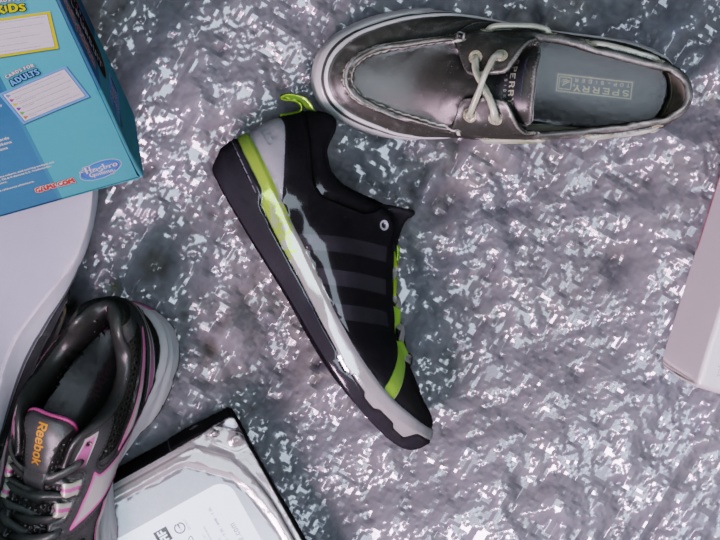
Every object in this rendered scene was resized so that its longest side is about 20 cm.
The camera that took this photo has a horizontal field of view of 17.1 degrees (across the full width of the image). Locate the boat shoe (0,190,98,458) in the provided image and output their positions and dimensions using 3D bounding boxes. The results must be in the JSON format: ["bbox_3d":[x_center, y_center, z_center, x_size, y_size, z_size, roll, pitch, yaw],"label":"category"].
[{"bbox_3d":[-0.189,0.023,1.248,0.069,0.057,0.200,24,94,10],"label":"boat shoe"}]

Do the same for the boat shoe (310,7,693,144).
[{"bbox_3d":[0.075,-0.102,1.260,0.200,0.064,0.071,0,97,-7],"label":"boat shoe"}]

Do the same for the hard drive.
[{"bbox_3d":[-0.123,0.182,1.286,0.200,0.038,0.140,-28,99,-2],"label":"hard drive"}]

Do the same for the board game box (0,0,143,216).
[{"bbox_3d":[-0.205,-0.103,1.133,0.151,0.047,0.200,-15,140,4],"label":"board game box"}]

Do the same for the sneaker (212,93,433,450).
[{"bbox_3d":[0.000,0.000,1.260,0.083,0.072,0.200,-31,100,-3],"label":"sneaker"}]

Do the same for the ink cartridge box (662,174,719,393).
[{"bbox_3d":[0.284,0.015,1.290,0.200,0.083,0.147,16,95,-8],"label":"ink cartridge box"}]

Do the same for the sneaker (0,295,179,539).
[{"bbox_3d":[-0.160,0.100,1.222,0.080,0.086,0.200,14,77,11],"label":"sneaker"}]
